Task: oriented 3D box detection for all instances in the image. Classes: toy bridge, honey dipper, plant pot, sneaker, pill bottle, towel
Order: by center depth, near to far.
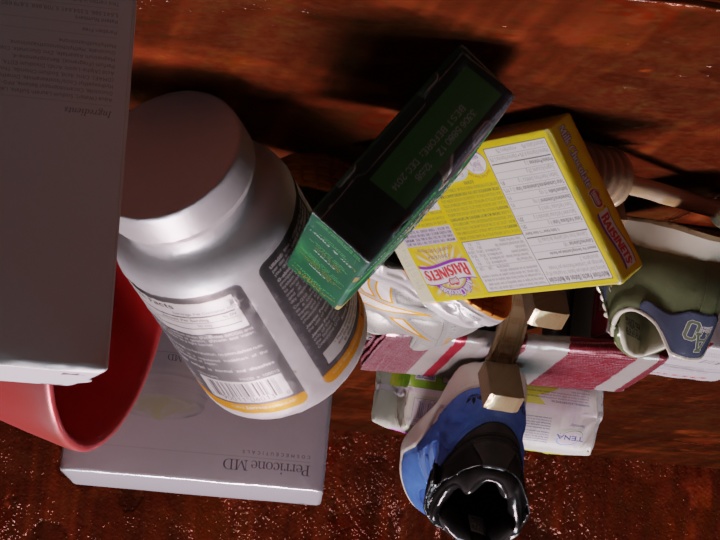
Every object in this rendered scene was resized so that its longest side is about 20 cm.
[{"bbox_3d":[-0.078,-0.009,1.548,0.116,0.117,0.200,1,145,25],"label":"pill bottle"},{"bbox_3d":[0.180,-0.049,1.596,0.038,0.038,0.200,-1,174,36],"label":"honey dipper"},{"bbox_3d":[0.000,0.000,1.685,0.200,0.076,0.092,31,131,-28],"label":"sneaker"},{"bbox_3d":[0.175,0.010,1.690,0.067,0.090,0.200,9,-178,-23],"label":"sneaker"},{"bbox_3d":[0.120,0.009,1.706,0.027,0.067,0.200,10,135,-17],"label":"toy bridge"},{"bbox_3d":[-0.244,0.007,1.763,0.177,0.201,0.200,13,174,17],"label":"plant pot"},{"bbox_3d":[0.104,0.058,1.838,0.199,0.023,0.144,6,169,-7],"label":"towel"},{"bbox_3d":[0.072,0.159,1.865,0.076,0.112,0.200,11,147,-11],"label":"sneaker"}]

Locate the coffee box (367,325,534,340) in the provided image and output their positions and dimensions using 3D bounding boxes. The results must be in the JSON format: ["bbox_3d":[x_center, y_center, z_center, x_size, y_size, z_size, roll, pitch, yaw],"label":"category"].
[{"bbox_3d":[0.052,0.005,1.867,0.112,0.080,0.200,7,172,-17],"label":"coffee box"}]

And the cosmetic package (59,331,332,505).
[{"bbox_3d":[-0.119,0.070,1.995,0.198,0.201,0.123,5,172,-1],"label":"cosmetic package"}]

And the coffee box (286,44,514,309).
[{"bbox_3d":[0.019,-0.046,1.411,0.044,0.123,0.200,41,169,1],"label":"coffee box"}]

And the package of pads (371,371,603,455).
[{"bbox_3d":[0.097,0.101,2.007,0.154,0.069,0.200,8,178,-6],"label":"package of pads"}]

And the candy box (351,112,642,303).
[{"bbox_3d":[0.078,-0.034,1.553,0.026,0.103,0.200,-38,-163,-30],"label":"candy box"}]

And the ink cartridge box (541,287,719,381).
[{"bbox_3d":[0.225,0.026,1.889,0.144,0.084,0.200,7,172,-9],"label":"ink cartridge box"}]

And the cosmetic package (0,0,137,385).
[{"bbox_3d":[-0.155,-0.048,1.219,0.081,0.201,0.113,7,171,-13],"label":"cosmetic package"}]
